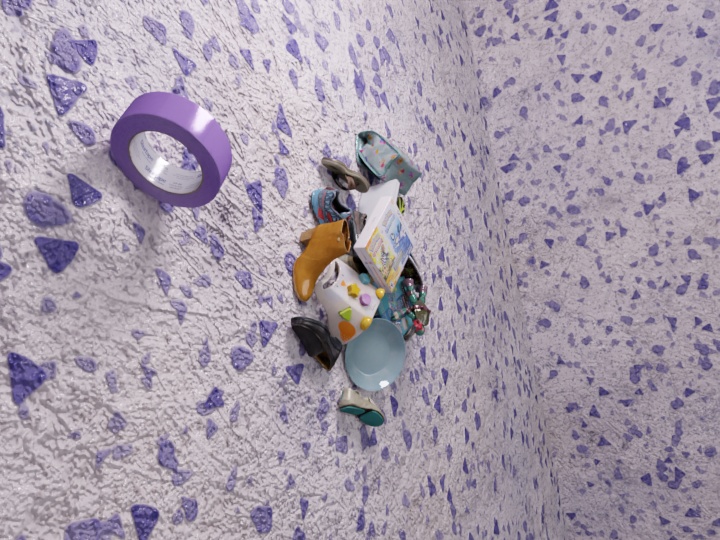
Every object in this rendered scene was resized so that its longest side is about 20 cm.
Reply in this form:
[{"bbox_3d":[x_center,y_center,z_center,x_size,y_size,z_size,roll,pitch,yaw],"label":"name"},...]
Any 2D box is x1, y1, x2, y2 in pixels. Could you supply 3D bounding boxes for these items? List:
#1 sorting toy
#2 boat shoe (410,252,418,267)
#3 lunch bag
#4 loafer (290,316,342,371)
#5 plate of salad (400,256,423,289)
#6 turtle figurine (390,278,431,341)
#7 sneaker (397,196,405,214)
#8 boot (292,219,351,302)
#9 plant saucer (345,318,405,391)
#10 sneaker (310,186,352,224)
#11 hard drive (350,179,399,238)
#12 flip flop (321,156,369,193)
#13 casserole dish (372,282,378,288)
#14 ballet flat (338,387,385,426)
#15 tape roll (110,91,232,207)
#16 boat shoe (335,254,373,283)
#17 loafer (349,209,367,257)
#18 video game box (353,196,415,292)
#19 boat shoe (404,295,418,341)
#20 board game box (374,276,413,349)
[{"bbox_3d":[-0.042,0.059,1.507,0.180,0.106,0.202,43,53,-24],"label":"sorting toy"},{"bbox_3d":[0.152,-0.047,1.923,0.073,0.071,0.203,-102,176,-64],"label":"boat shoe"},{"bbox_3d":[0.077,-0.359,1.840,0.200,0.123,0.169,47,12,34],"label":"lunch bag"},{"bbox_3d":[-0.108,0.178,1.385,0.200,0.072,0.074,46,47,-44],"label":"loafer"},{"bbox_3d":[0.131,-0.010,1.810,0.048,0.199,0.202,-34,118,-14],"label":"plate of salad"},{"bbox_3d":[0.165,0.131,1.700,0.149,0.099,0.204,40,43,-44],"label":"turtle figurine"},{"bbox_3d":[0.077,-0.164,1.838,0.201,0.075,0.076,-53,128,-40],"label":"sneaker"},{"bbox_3d":[-0.093,-0.029,1.407,0.071,0.142,0.205,34,52,-50],"label":"boot"},{"bbox_3d":[0.037,0.236,1.596,0.197,0.038,0.206,-1,93,-29],"label":"plant saucer"},{"bbox_3d":[-0.062,-0.133,1.546,0.203,0.094,0.080,65,32,-26],"label":"sneaker"},{"bbox_3d":[0.047,-0.184,1.724,0.026,0.130,0.203,48,41,-39],"label":"hard drive"},{"bbox_3d":[-0.048,-0.269,1.649,0.199,0.080,0.059,28,74,-53],"label":"flip flop"},{"bbox_3d":[0.086,0.117,1.789,0.120,0.038,0.205,-10,88,-61],"label":"casserole dish"},{"bbox_3d":[0.006,0.369,1.536,0.200,0.068,0.071,43,45,-47],"label":"ballet flat"},{"bbox_3d":[-0.328,-0.206,0.985,0.201,0.197,0.067,53,37,-38],"label":"tape roll"},{"bbox_3d":[0.000,0.000,1.647,0.199,0.062,0.075,20,63,-58],"label":"boat shoe"},{"bbox_3d":[0.002,-0.112,1.613,0.202,0.061,0.073,-102,-167,-51],"label":"loafer"},{"bbox_3d":[0.073,-0.073,1.582,0.183,0.046,0.202,54,49,-35],"label":"video game box"},{"bbox_3d":[0.159,0.147,1.879,0.060,0.071,0.202,52,35,-30],"label":"boat shoe"},{"bbox_3d":[0.095,0.128,1.717,0.200,0.046,0.154,-37,112,-55],"label":"board game box"}]
